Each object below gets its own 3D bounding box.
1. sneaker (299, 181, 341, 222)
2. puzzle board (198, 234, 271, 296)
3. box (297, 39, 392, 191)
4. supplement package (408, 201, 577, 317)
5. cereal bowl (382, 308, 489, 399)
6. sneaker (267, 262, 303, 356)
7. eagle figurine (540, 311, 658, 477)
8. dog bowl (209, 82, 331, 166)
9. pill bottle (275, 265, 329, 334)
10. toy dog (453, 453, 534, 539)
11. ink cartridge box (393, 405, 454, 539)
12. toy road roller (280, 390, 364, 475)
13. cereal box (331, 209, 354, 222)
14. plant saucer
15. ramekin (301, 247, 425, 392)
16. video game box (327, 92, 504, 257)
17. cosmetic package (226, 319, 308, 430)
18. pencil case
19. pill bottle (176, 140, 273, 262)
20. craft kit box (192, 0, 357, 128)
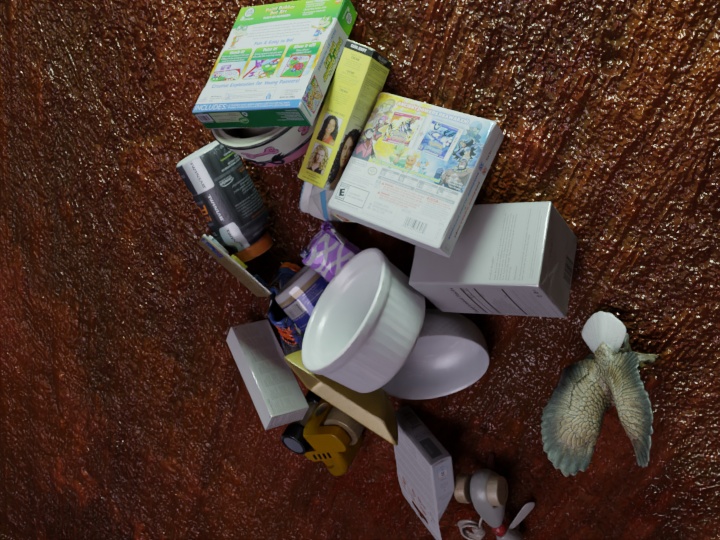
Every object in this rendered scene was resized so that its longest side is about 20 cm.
[{"bbox_3d":[-0.041,-0.164,1.286,0.079,0.077,0.203,22,136,11],"label":"sneaker"},{"bbox_3d":[-0.224,-0.009,1.465,0.150,0.017,0.200,43,169,-8],"label":"puzzle board"},{"bbox_3d":[-0.022,-0.215,1.170,0.049,0.075,0.204,23,99,21],"label":"box"},{"bbox_3d":[0.186,-0.014,1.156,0.196,0.124,0.119,1,159,35],"label":"supplement package"},{"bbox_3d":[0.105,0.124,1.322,0.195,0.085,0.202,-5,143,-3],"label":"cereal bowl"},{"bbox_3d":[-0.137,0.087,1.507,0.074,0.078,0.204,11,124,29],"label":"sneaker"},{"bbox_3d":[0.346,0.175,1.138,0.149,0.200,0.154,26,131,18],"label":"eagle figurine"},{"bbox_3d":[-0.124,-0.242,1.215,0.196,0.204,0.074,5,153,32],"label":"dog bowl"},{"bbox_3d":[-0.042,0.083,1.407,0.201,0.120,0.119,50,134,-8],"label":"pill bottle"},{"bbox_3d":[0.240,0.405,1.459,0.129,0.097,0.203,14,140,24],"label":"toy dog"},{"bbox_3d":[0.116,0.370,1.483,0.160,0.046,0.204,43,149,54],"label":"ink cartridge box"},{"bbox_3d":[-0.039,0.307,1.558,0.198,0.124,0.147,-18,120,46],"label":"toy road roller"},{"bbox_3d":[0.060,-0.139,1.188,0.196,0.147,0.039,5,166,32],"label":"cereal box"},{"bbox_3d":[-0.018,0.202,1.370,0.197,0.049,0.201,30,166,19],"label":"plant saucer"},{"bbox_3d":[0.007,0.079,1.212,0.097,0.204,0.199,32,138,-22],"label":"ramekin"},{"bbox_3d":[0.072,-0.136,1.127,0.197,0.047,0.186,23,86,34],"label":"video game box"},{"bbox_3d":[-0.177,0.192,1.543,0.202,0.081,0.051,61,140,28],"label":"cosmetic package"},{"bbox_3d":[0.000,0.000,1.330,0.198,0.085,0.086,34,125,-9],"label":"pencil case"},{"bbox_3d":[-0.225,-0.117,1.418,0.105,0.106,0.203,-15,109,40],"label":"pill bottle"},{"bbox_3d":[-0.122,-0.295,1.173,0.196,0.202,0.049,5,156,33],"label":"craft kit box"}]
